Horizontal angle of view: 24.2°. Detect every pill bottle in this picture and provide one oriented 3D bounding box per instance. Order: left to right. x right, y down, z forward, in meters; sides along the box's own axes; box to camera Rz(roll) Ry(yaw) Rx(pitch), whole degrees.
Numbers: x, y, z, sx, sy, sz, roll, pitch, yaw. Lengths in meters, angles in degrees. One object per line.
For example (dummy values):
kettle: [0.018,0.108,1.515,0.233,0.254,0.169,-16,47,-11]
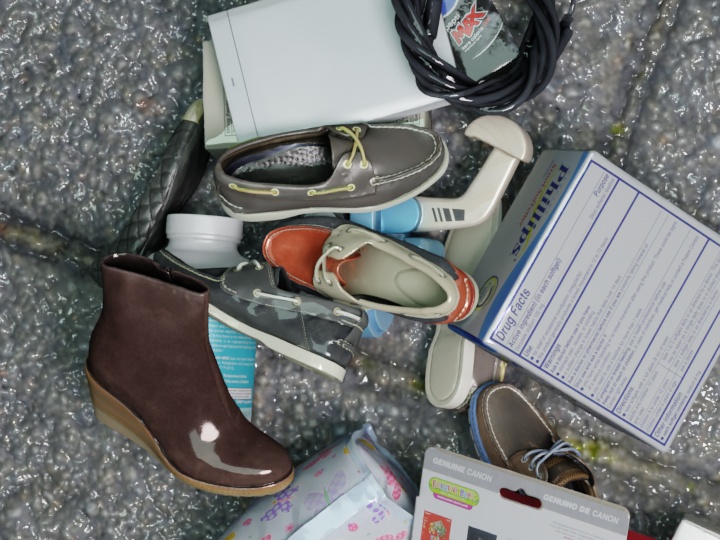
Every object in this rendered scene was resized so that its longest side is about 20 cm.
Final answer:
pill bottle: [-0.146,0.052,1.506,0.110,0.111,0.201,4,88,7]

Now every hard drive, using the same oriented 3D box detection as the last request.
hard drive: [-0.022,-0.184,1.458,0.199,0.027,0.133,-15,79,3]

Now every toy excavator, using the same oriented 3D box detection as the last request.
toy excavator: [0.050,-0.037,1.480,0.199,0.100,0.196,1,89,15]

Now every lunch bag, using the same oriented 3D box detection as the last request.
lunch bag: [-0.034,0.229,1.439,0.169,0.200,0.127,-39,83,3]

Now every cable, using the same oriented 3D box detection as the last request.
cable: [0.101,-0.219,1.427,0.163,0.051,0.200,43,55,-11]

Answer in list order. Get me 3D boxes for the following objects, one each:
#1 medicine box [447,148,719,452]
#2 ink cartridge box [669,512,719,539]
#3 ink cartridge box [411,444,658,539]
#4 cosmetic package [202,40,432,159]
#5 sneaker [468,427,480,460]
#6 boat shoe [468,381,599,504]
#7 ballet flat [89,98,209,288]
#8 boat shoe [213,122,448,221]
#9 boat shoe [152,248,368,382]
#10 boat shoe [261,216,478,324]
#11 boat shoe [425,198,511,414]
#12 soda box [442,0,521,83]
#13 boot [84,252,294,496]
medicine box: [0.209,0.023,1.431,0.199,0.103,0.183,31,87,-16]
ink cartridge box: [0.268,0.312,1.425,0.082,0.146,0.201,25,90,13]
ink cartridge box: [0.141,0.240,1.349,0.199,0.084,0.177,15,105,36]
cosmetic package: [-0.037,-0.156,1.513,0.199,0.087,0.104,-2,83,6]
sneaker: [0.170,0.218,1.488,0.111,0.073,0.201,-14,81,-8]
boat shoe: [0.164,0.176,1.424,0.072,0.072,0.201,-27,79,-23]
ballet flat: [-0.189,-0.070,1.541,0.057,0.066,0.201,26,89,17]
boat shoe: [-0.024,-0.088,1.416,0.200,0.061,0.072,-12,66,0]
boat shoe: [-0.087,0.024,1.407,0.199,0.072,0.068,25,86,18]
boat shoe: [0.000,0.000,1.402,0.199,0.062,0.072,17,97,23]
boat shoe: [0.109,0.029,1.503,0.059,0.072,0.201,18,76,-33]
soda box: [0.072,-0.255,1.515,0.063,0.071,0.201,-31,85,3]
boot: [-0.137,0.088,1.377,0.199,0.072,0.167,22,126,14]
